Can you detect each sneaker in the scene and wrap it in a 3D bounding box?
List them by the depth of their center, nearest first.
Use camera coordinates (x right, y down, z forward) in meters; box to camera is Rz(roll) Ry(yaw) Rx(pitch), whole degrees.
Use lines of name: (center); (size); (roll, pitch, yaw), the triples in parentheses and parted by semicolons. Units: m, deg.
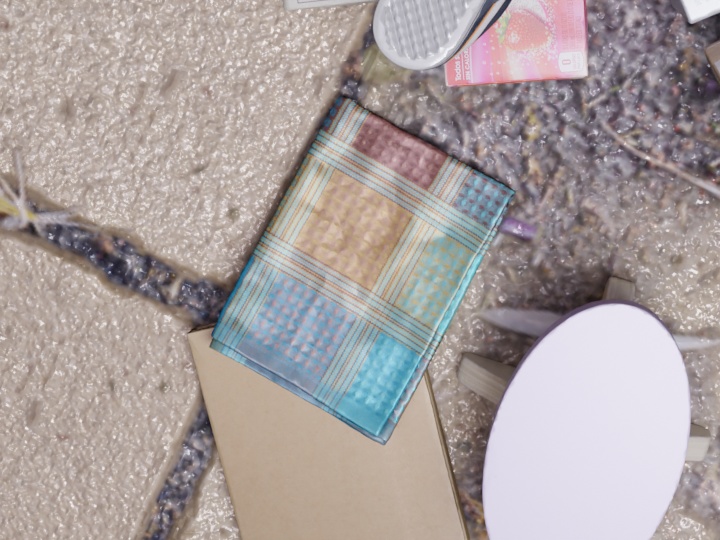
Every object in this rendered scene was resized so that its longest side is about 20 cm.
sneaker: (0.079, -0.210, 1.122); (0.078, 0.079, 0.200); (40, 99, 2)

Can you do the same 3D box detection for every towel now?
towel: (0.000, 0.000, 1.285); (0.146, 0.022, 0.201); (29, 94, 3)

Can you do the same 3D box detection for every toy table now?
toy table: (0.150, 0.107, 1.261); (0.183, 0.117, 0.201); (28, 102, 0)

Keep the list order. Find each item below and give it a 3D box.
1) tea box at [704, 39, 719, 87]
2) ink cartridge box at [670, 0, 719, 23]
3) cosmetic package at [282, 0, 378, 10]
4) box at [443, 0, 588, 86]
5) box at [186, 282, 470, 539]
tea box: (0.345, -0.091, 1.142); (0.199, 0.197, 0.134); (-28, 59, 10)
ink cartridge box: (0.267, -0.262, 1.158); (0.199, 0.145, 0.146); (-23, 98, 9)
cosmetic package: (-0.009, -0.277, 1.221); (0.104, 0.071, 0.202); (-4, 101, 7)
box: (0.097, -0.227, 1.207); (0.094, 0.103, 0.202); (-3, 102, 8)
box: (-0.023, 0.120, 1.330); (0.162, 0.021, 0.201); (-13, 100, 8)
